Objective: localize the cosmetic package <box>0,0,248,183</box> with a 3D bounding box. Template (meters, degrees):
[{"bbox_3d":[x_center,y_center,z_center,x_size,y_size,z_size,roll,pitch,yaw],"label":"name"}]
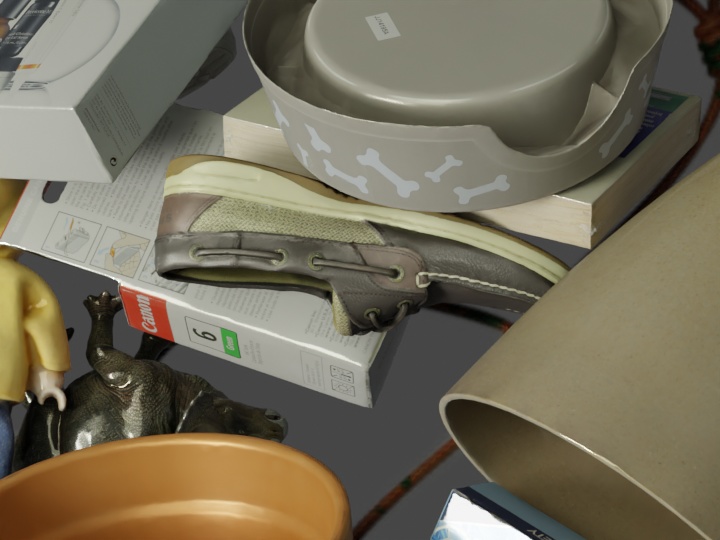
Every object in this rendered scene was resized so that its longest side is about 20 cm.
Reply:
[{"bbox_3d":[-0.171,-0.115,1.193,0.199,0.052,0.151,4,44,35],"label":"cosmetic package"}]

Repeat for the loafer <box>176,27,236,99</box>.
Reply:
[{"bbox_3d":[-0.162,-0.114,1.273,0.199,0.070,0.070,-12,76,19],"label":"loafer"}]

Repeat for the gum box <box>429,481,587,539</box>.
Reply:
[{"bbox_3d":[0.078,0.224,1.057,0.169,0.044,0.201,30,105,27],"label":"gum box"}]

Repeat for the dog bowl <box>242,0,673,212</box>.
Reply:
[{"bbox_3d":[0.046,-0.101,1.100,0.199,0.059,0.201,-4,37,3],"label":"dog bowl"}]

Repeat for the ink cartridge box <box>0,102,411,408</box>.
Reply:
[{"bbox_3d":[-0.067,-0.017,1.176,0.199,0.050,0.109,18,65,12],"label":"ink cartridge box"}]

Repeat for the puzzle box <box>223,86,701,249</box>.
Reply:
[{"bbox_3d":[0.050,-0.069,1.146,0.199,0.133,0.026,15,122,26],"label":"puzzle box"}]

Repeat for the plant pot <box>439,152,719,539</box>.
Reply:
[{"bbox_3d":[0.166,0.034,1.045,0.187,0.187,0.200,29,75,27],"label":"plant pot"}]

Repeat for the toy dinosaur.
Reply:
[{"bbox_3d":[-0.140,0.079,1.205,0.199,0.077,0.103,-16,56,13],"label":"toy dinosaur"}]

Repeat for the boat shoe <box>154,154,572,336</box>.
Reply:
[{"bbox_3d":[0.000,0.000,1.103,0.199,0.073,0.065,14,79,5],"label":"boat shoe"}]

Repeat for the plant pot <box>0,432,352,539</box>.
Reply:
[{"bbox_3d":[-0.094,0.181,1.083,0.199,0.200,0.141,2,115,23],"label":"plant pot"}]

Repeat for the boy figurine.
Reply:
[{"bbox_3d":[-0.205,0.033,1.170,0.124,0.064,0.201,7,71,-13],"label":"boy figurine"}]
